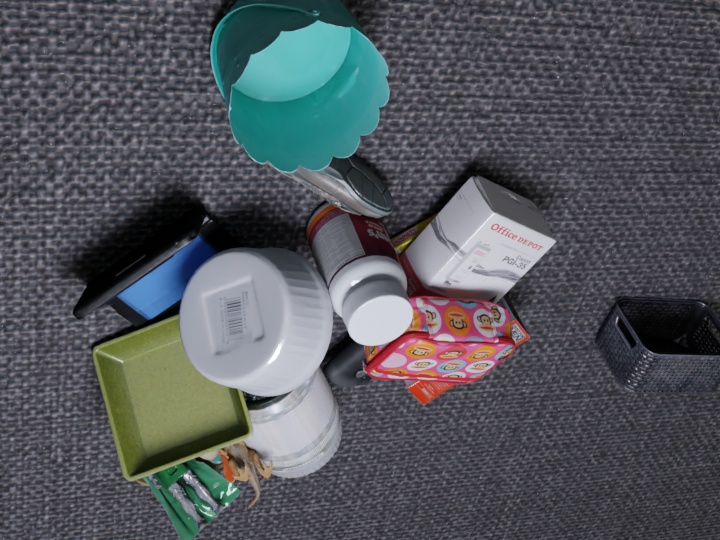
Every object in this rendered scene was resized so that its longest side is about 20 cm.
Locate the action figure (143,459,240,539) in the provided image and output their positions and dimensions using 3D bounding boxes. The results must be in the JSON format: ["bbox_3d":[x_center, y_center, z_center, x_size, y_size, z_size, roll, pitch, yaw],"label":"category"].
[{"bbox_3d":[-0.291,0.305,1.822,0.118,0.200,0.055,-41,175,-21],"label":"action figure"}]

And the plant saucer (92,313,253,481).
[{"bbox_3d":[-0.260,0.173,1.686,0.198,0.202,0.048,-20,165,8],"label":"plant saucer"}]

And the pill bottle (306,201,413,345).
[{"bbox_3d":[0.000,0.000,1.623,0.109,0.201,0.110,-11,135,-12],"label":"pill bottle"}]

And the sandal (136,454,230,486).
[{"bbox_3d":[-0.254,0.315,1.903,0.210,0.078,0.070,-19,133,-12],"label":"sandal"}]

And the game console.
[{"bbox_3d":[-0.262,0.017,1.599,0.199,0.176,0.117,-34,106,10],"label":"game console"}]

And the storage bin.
[{"bbox_3d":[0.511,0.127,1.993,0.198,0.136,0.094,4,129,-25],"label":"storage bin"}]

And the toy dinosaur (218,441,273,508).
[{"bbox_3d":[-0.169,0.285,1.758,0.060,0.106,0.201,-33,117,-14],"label":"toy dinosaur"}]

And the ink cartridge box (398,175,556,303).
[{"bbox_3d":[0.159,-0.022,1.714,0.146,0.083,0.200,20,123,-40],"label":"ink cartridge box"}]

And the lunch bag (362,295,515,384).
[{"bbox_3d":[0.104,0.107,1.712,0.198,0.083,0.176,6,151,-26],"label":"lunch bag"}]

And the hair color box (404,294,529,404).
[{"bbox_3d":[0.153,0.110,1.859,0.199,0.102,0.061,-33,134,11],"label":"hair color box"}]

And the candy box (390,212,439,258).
[{"bbox_3d":[0.050,-0.002,1.765,0.199,0.027,0.102,-29,136,5],"label":"candy box"}]

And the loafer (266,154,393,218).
[{"bbox_3d":[-0.042,-0.126,1.595,0.199,0.072,0.063,33,134,-33],"label":"loafer"}]

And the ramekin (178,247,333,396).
[{"bbox_3d":[-0.145,0.064,1.580,0.200,0.201,0.098,-41,156,18],"label":"ramekin"}]

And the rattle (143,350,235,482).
[{"bbox_3d":[-0.238,0.212,1.794,0.199,0.130,0.144,32,75,-19],"label":"rattle"}]

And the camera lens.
[{"bbox_3d":[-0.122,0.197,1.786,0.159,0.161,0.201,-23,136,0],"label":"camera lens"}]

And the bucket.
[{"bbox_3d":[-0.077,-0.236,1.418,0.205,0.135,0.208,-12,134,-12],"label":"bucket"}]

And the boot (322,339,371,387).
[{"bbox_3d":[0.011,0.097,1.794,0.164,0.066,0.200,20,133,-41],"label":"boot"}]
